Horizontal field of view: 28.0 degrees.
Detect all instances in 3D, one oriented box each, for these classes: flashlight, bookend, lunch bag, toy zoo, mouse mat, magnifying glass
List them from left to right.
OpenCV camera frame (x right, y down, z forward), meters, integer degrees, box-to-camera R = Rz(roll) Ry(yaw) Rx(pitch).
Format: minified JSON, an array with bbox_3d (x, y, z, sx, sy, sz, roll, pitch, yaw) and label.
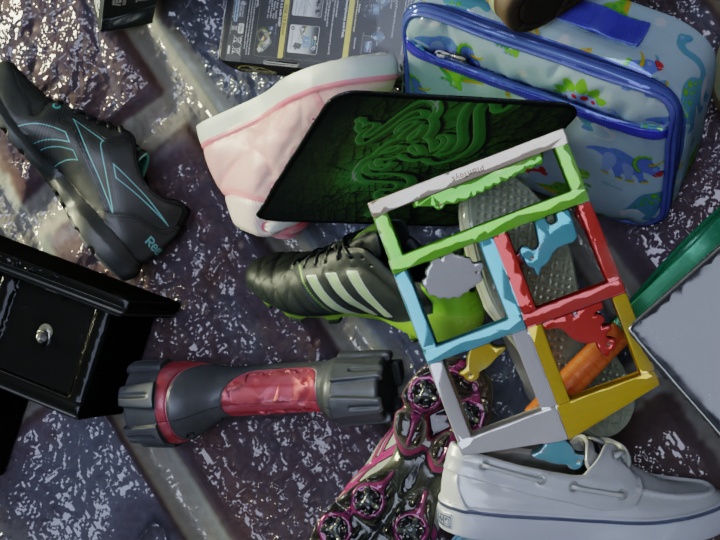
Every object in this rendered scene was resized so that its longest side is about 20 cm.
[{"bbox_3d":[-0.270,0.084,1.094,0.199,0.092,0.200,20,94,17],"label":"bookend"},{"bbox_3d":[-0.073,0.092,1.044,0.200,0.068,0.068,-4,69,20],"label":"flashlight"},{"bbox_3d":[0.030,-0.067,0.935,0.161,0.200,0.008,1,69,-18],"label":"mouse mat"},{"bbox_3d":[0.100,0.028,0.895,0.131,0.020,0.200,-21,92,6],"label":"toy zoo"},{"bbox_3d":[0.124,-0.120,0.945,0.200,0.161,0.082,23,63,17],"label":"lunch bag"},{"bbox_3d":[0.182,0.026,0.933,0.200,0.080,0.022,-44,86,-7],"label":"magnifying glass"}]

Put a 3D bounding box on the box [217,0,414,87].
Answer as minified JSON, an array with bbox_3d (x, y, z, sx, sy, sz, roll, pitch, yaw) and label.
[{"bbox_3d":[-0.011,-0.240,1.055,0.161,0.049,0.200,7,89,19],"label":"box"}]

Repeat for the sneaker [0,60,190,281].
[{"bbox_3d":[-0.211,-0.088,1.106,0.079,0.075,0.200,-38,84,-2],"label":"sneaker"}]

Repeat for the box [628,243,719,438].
[{"bbox_3d":[0.283,0.016,0.874,0.200,0.198,0.123,-43,74,11],"label":"box"}]

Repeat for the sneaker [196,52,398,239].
[{"bbox_3d":[-0.035,-0.082,1.015,0.200,0.075,0.105,-18,87,48],"label":"sneaker"}]

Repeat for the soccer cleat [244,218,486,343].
[{"bbox_3d":[0.000,0.000,1.007,0.200,0.068,0.081,11,122,35],"label":"soccer cleat"}]

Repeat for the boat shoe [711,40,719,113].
[{"bbox_3d":[0.286,-0.192,0.942,0.063,0.073,0.200,21,106,60],"label":"boat shoe"}]

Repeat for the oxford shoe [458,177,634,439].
[{"bbox_3d":[0.116,0.026,0.967,0.075,0.058,0.200,-35,105,-19],"label":"oxford shoe"}]

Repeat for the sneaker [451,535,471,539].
[{"bbox_3d":[0.071,0.215,1.001,0.200,0.074,0.082,-13,76,7],"label":"sneaker"}]

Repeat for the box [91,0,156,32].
[{"bbox_3d":[-0.182,-0.281,1.034,0.044,0.200,0.160,-14,83,-15],"label":"box"}]

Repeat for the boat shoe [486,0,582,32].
[{"bbox_3d":[0.149,-0.227,0.872,0.200,0.072,0.076,-31,61,-11],"label":"boat shoe"}]

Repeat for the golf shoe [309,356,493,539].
[{"bbox_3d":[0.032,0.152,0.999,0.073,0.092,0.200,34,92,11],"label":"golf shoe"}]

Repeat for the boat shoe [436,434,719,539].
[{"bbox_3d":[0.150,0.140,0.940,0.200,0.074,0.065,2,99,-16],"label":"boat shoe"}]
